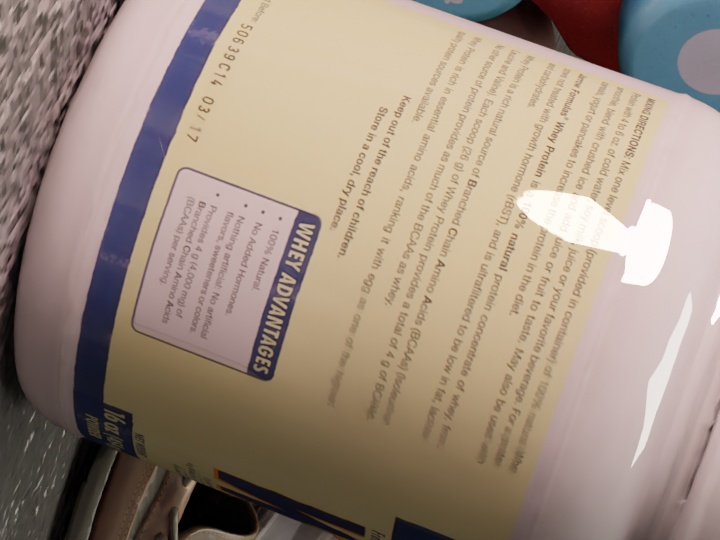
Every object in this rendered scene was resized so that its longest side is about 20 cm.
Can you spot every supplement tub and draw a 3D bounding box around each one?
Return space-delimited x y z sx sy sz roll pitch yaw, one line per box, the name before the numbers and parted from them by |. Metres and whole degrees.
supplement tub | 0.021 0.005 0.583 0.145 0.198 0.146 20 90 -82

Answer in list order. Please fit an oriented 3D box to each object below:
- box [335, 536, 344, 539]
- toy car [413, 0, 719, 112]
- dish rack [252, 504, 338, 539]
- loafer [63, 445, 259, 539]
box | 0.065 0.046 0.915 0.200 0.041 0.119 -49 145 -2
toy car | 0.054 -0.090 0.784 0.185 0.176 0.201 -79 -165 -52
dish rack | 0.014 0.050 0.986 0.201 0.043 0.172 -56 -177 3
loafer | -0.056 0.067 0.708 0.072 0.062 0.202 -48 156 -70
